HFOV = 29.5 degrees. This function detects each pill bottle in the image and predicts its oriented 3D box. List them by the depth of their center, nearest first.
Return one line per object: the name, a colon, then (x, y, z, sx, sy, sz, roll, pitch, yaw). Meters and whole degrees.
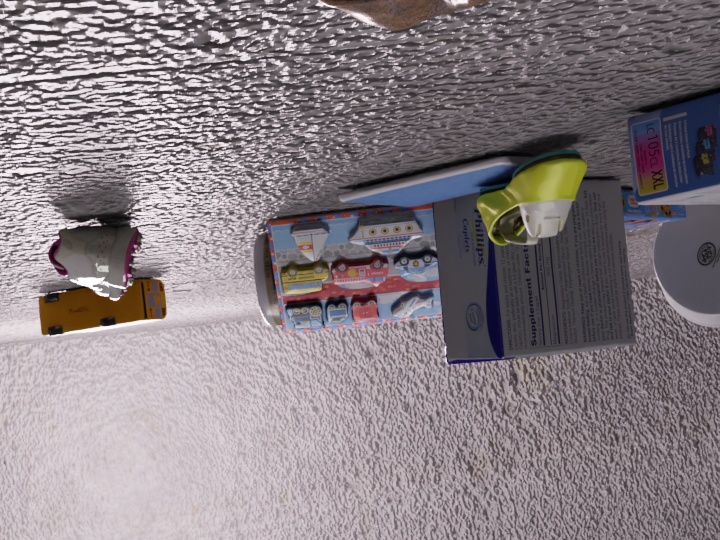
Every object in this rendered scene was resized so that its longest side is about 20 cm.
pill bottle: (-0.021, 0.000, 1.626, 0.197, 0.113, 0.111, -7, 175, 6)

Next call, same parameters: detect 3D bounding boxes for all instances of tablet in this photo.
tablet: (0.090, -0.087, 1.337, 0.198, 0.014, 0.129, -11, 173, 38)

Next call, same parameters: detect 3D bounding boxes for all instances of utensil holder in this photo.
utensil holder: (0.485, -0.012, 1.877, 0.167, 0.173, 0.200, -8, 173, 17)

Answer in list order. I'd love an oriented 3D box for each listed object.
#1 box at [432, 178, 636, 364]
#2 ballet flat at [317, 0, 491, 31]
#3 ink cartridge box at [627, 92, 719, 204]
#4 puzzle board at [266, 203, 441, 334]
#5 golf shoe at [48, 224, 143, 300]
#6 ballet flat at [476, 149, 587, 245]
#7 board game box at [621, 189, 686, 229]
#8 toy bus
box: (0.189, 0.000, 1.488, 0.198, 0.187, 0.104, -3, 176, -34)
ballet flat: (0.046, -0.127, 0.477, 0.067, 0.069, 0.199, 7, 166, -39)
ink cartridge box: (0.330, -0.104, 1.074, 0.135, 0.078, 0.199, -3, 176, -43)
puzzle board: (0.000, 0.000, 1.549, 0.197, 0.152, 0.017, -7, -147, 0)
golf shoe: (-0.278, -0.016, 1.423, 0.090, 0.077, 0.200, 10, 170, -12)
ballet flat: (0.161, -0.060, 1.269, 0.066, 0.068, 0.200, -4, 174, -15)
board game box: (0.291, -0.069, 1.692, 0.150, 0.037, 0.199, -10, 174, 38)
toy bus: (-0.397, 0.057, 2.090, 0.198, 0.066, 0.078, -10, 176, 30)
